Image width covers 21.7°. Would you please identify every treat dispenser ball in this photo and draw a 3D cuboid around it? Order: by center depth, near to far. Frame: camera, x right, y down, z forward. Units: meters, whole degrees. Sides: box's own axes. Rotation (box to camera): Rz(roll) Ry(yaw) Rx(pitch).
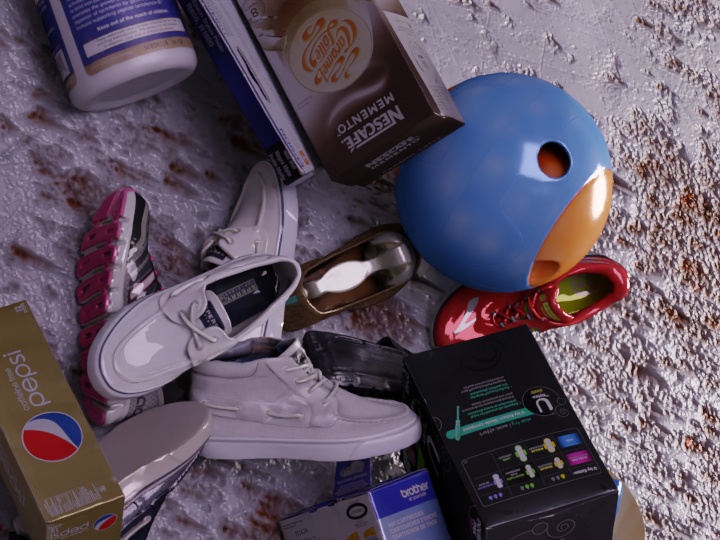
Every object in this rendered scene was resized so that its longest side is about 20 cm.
[{"bbox_3d":[0.131,-0.080,1.720,0.200,0.201,0.201,12,67,-32],"label":"treat dispenser ball"}]

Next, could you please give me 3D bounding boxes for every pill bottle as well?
[{"bbox_3d":[-0.224,-0.247,1.609,0.116,0.116,0.200,-17,85,-38],"label":"pill bottle"}]

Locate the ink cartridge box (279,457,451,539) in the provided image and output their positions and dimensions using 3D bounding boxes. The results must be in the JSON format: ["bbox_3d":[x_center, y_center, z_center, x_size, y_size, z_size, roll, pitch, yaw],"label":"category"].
[{"bbox_3d":[0.014,0.253,1.593,0.076,0.136,0.200,-16,84,-41],"label":"ink cartridge box"}]

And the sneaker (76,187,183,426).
[{"bbox_3d":[-0.184,0.032,1.571,0.087,0.074,0.201,7,75,-33],"label":"sneaker"}]

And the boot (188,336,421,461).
[{"bbox_3d":[-0.047,0.104,1.583,0.199,0.074,0.096,-2,108,-6],"label":"boot"}]

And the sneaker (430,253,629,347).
[{"bbox_3d":[0.161,0.029,1.774,0.200,0.085,0.077,-21,98,-9],"label":"sneaker"}]

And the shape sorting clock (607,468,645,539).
[{"bbox_3d":[0.158,0.235,1.703,0.199,0.039,0.200,3,45,-3],"label":"shape sorting clock"}]

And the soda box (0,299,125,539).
[{"bbox_3d":[-0.248,0.123,1.435,0.064,0.068,0.200,-17,56,-23],"label":"soda box"}]

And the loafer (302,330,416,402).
[{"bbox_3d":[0.032,0.093,1.704,0.200,0.068,0.071,12,54,-37],"label":"loafer"}]

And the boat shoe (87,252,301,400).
[{"bbox_3d":[-0.132,0.037,1.519,0.200,0.065,0.074,-38,102,-34],"label":"boat shoe"}]

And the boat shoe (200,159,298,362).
[{"bbox_3d":[-0.105,-0.009,1.646,0.070,0.071,0.201,17,70,-30],"label":"boat shoe"}]

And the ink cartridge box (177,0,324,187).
[{"bbox_3d":[-0.088,-0.171,1.663,0.200,0.041,0.200,60,17,-1],"label":"ink cartridge box"}]

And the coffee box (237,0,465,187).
[{"bbox_3d":[-0.011,-0.188,1.640,0.200,0.114,0.080,62,18,13],"label":"coffee box"}]

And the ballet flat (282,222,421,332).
[{"bbox_3d":[0.000,0.000,1.711,0.200,0.072,0.068,-21,88,-38],"label":"ballet flat"}]

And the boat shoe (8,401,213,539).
[{"bbox_3d":[-0.189,0.192,1.505,0.200,0.075,0.093,-36,129,-31],"label":"boat shoe"}]

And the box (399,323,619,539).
[{"bbox_3d":[0.123,0.176,1.622,0.124,0.149,0.200,-14,48,-13],"label":"box"}]
